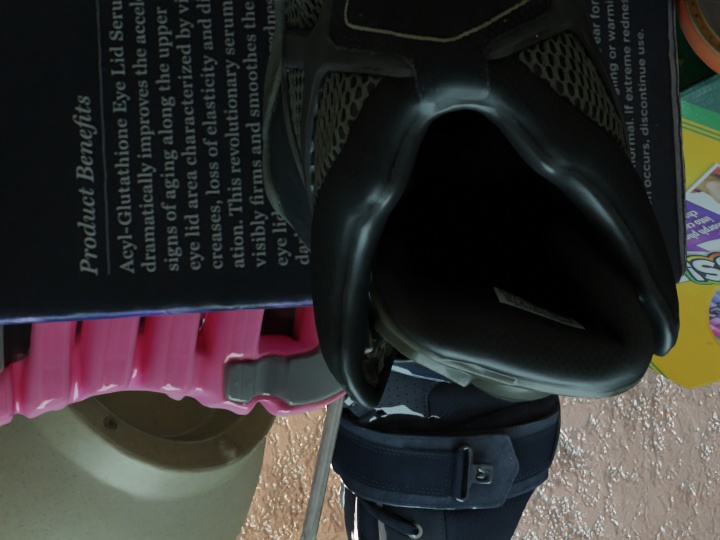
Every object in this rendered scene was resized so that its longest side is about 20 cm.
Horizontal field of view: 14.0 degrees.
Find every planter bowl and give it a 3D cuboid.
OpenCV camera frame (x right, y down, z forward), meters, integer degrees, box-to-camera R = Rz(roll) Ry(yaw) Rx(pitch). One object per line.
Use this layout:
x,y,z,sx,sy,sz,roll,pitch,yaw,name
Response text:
-0.114,0.049,1.114,0.200,0.201,0.135,-3,156,-43,planter bowl

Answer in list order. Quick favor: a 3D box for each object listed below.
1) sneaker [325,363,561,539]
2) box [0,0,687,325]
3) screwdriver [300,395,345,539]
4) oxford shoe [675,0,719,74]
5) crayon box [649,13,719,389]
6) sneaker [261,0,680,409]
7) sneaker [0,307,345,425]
-0.018,0.042,1.041,0.202,0.147,0.077,2,-154,-17,sneaker
-0.035,-0.041,0.776,0.199,0.105,0.148,-4,-179,-21,box
0.000,0.000,0.923,0.028,0.201,0.029,16,-167,14,screwdriver
0.181,-0.072,0.725,0.199,0.071,0.073,-4,173,0,oxford shoe
0.115,-0.031,0.874,0.119,0.058,0.200,30,156,-18,crayon box
0.020,-0.006,0.612,0.076,0.115,0.200,-7,155,-2,sneaker
-0.094,-0.003,0.887,0.199,0.079,0.095,6,-157,-24,sneaker
